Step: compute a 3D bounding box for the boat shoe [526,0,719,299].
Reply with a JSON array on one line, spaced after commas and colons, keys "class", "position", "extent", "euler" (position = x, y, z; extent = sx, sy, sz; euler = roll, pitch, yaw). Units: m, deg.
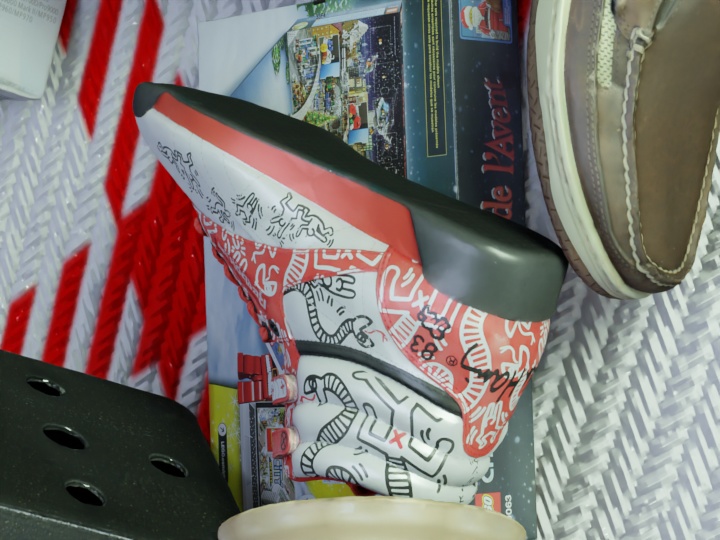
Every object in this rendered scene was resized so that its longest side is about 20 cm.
[{"class": "boat shoe", "position": [0.100, -0.093, 0.827], "extent": [0.075, 0.075, 0.203], "euler": [-3, 88, 38]}]

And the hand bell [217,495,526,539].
[{"class": "hand bell", "position": [0.004, 0.183, 0.831], "extent": [0.104, 0.104, 0.201], "euler": [-18, 65, 43]}]

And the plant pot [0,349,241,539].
[{"class": "plant pot", "position": [-0.139, 0.137, 0.946], "extent": [0.178, 0.199, 0.200], "euler": [-64, 25, 16]}]

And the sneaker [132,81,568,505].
[{"class": "sneaker", "position": [-0.023, 0.010, 0.897], "extent": [0.201, 0.067, 0.108], "euler": [27, 105, 39]}]

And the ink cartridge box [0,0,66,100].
[{"class": "ink cartridge box", "position": [-0.181, -0.176, 1.143], "extent": [0.160, 0.047, 0.201], "euler": [5, 77, 45]}]

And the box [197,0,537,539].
[{"class": "box", "position": [0.000, 0.000, 0.950], "extent": [0.136, 0.038, 0.201], "euler": [-4, 87, 45]}]
